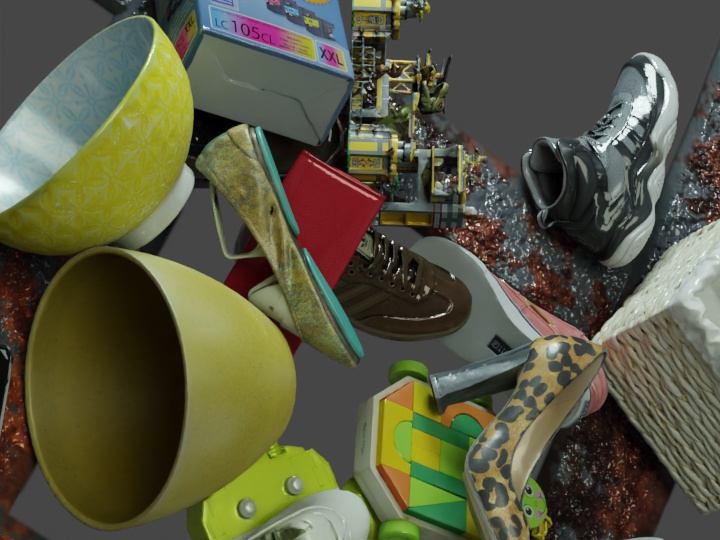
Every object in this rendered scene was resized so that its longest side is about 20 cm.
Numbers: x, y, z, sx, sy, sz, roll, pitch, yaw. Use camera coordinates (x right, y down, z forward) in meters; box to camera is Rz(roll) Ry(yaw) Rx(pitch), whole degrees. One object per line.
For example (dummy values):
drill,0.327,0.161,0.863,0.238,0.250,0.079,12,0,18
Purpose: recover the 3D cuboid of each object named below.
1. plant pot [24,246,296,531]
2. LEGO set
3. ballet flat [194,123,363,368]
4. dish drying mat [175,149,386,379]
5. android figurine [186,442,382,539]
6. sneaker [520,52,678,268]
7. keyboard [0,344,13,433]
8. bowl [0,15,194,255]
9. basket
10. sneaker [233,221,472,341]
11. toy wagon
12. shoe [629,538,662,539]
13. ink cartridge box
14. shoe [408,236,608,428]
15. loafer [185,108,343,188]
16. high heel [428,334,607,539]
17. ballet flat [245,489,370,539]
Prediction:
plant pot,-0.132,0.084,1.580,0.141,0.199,0.202,1,74,-43
LEGO set,0.048,-0.126,1.742,0.115,0.154,0.201,2,55,-1
ballet flat,-0.065,-0.010,1.619,0.070,0.071,0.201,-29,97,-32
dish drying mat,-0.063,0.011,1.665,0.076,0.018,0.201,29,97,-9
android figurine,-0.056,0.218,1.658,0.181,0.041,0.201,-21,88,-32
sneaker,0.206,-0.111,1.876,0.113,0.075,0.201,21,69,-25
keyboard,-0.322,0.134,1.549,0.126,0.021,0.201,20,66,-29
bowl,-0.186,-0.078,1.591,0.108,0.200,0.201,44,59,-24
basket,0.324,0.067,1.828,0.200,0.161,0.198,52,51,-8
sneaker,0.000,0.000,1.707,0.199,0.076,0.071,14,60,-10
toy wagon,0.082,0.163,1.728,0.199,0.040,0.156,24,52,-28
shoe,0.159,0.273,1.672,0.071,0.199,0.092,-18,87,-63
ink cartridge box,-0.089,-0.203,1.712,0.136,0.077,0.201,16,36,-24
shoe,0.121,0.050,1.793,0.200,0.072,0.091,45,17,15
loafer,-0.093,-0.100,1.712,0.199,0.071,0.074,-10,80,-31
high heel,0.146,0.144,1.665,0.142,0.072,0.201,-16,62,-3
ballet flat,-0.063,0.216,1.591,0.199,0.069,0.070,-24,88,-30
